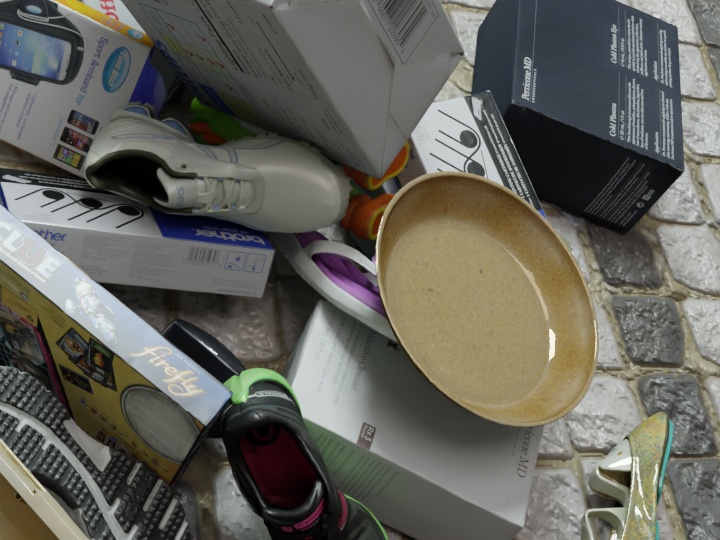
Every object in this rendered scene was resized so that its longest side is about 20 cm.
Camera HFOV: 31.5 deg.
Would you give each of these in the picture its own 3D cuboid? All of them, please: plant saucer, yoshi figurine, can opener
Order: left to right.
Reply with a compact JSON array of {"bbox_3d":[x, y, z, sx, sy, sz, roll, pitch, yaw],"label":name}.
[{"bbox_3d":[-0.165,0.052,0.927,0.199,0.063,0.079,35,92,15],"label":"can opener"},{"bbox_3d":[-0.047,-0.105,1.050,0.198,0.112,0.114,25,82,25],"label":"yoshi figurine"},{"bbox_3d":[0.087,0.024,0.931,0.198,0.035,0.203,17,56,-27],"label":"plant saucer"}]

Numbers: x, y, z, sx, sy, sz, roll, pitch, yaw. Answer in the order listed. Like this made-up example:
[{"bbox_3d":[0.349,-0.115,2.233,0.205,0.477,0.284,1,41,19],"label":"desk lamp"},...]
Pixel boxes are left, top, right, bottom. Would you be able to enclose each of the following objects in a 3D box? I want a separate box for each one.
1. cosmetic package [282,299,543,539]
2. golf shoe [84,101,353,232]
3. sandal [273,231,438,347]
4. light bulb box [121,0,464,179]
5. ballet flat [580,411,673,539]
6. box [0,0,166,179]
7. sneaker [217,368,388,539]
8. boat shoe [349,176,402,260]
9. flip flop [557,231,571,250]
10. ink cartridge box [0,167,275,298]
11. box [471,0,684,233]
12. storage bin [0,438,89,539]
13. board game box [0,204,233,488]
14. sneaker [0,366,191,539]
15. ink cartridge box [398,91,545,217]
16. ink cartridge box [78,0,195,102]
[{"bbox_3d":[0.031,0.124,0.958,0.198,0.081,0.114,25,48,-7],"label":"cosmetic package"},{"bbox_3d":[-0.108,-0.059,0.934,0.197,0.079,0.097,12,27,8],"label":"golf shoe"},{"bbox_3d":[-0.005,-0.002,0.982,0.082,0.050,0.202,18,14,-43],"label":"sandal"},{"bbox_3d":[-0.060,-0.195,0.921,0.198,0.199,0.126,26,73,35],"label":"light bulb box"},{"bbox_3d":[0.210,0.190,1.016,0.070,0.071,0.202,24,51,-9],"label":"ballet flat"},{"bbox_3d":[-0.250,-0.155,0.987,0.198,0.120,0.042,25,18,-11],"label":"box"},{"bbox_3d":[-0.041,0.164,0.861,0.201,0.076,0.084,57,9,-15],"label":"sneaker"},{"bbox_3d":[0.059,-0.030,1.090,0.090,0.071,0.202,-27,80,-38],"label":"boat shoe"},{"bbox_3d":[0.106,-0.068,1.141,0.200,0.058,0.081,42,50,6],"label":"flip flop"},{"bbox_3d":[-0.171,-0.028,0.954,0.197,0.045,0.094,6,25,-27],"label":"ink cartridge box"},{"bbox_3d":[0.206,-0.169,1.231,0.180,0.104,0.202,20,51,-13],"label":"box"},{"bbox_3d":[-0.279,0.168,0.717,0.198,0.094,0.200,-44,81,-11],"label":"storage bin"},{"bbox_3d":[-0.190,0.062,0.857,0.199,0.136,0.035,39,49,2],"label":"board game box"},{"bbox_3d":[-0.193,0.147,0.845,0.200,0.080,0.074,48,46,-12],"label":"sneaker"},{"bbox_3d":[0.099,-0.040,1.033,0.093,0.044,0.203,-16,77,-30],"label":"ink cartridge box"},{"bbox_3d":[-0.162,-0.226,1.101,0.197,0.084,0.147,-6,61,-29],"label":"ink cartridge box"}]
